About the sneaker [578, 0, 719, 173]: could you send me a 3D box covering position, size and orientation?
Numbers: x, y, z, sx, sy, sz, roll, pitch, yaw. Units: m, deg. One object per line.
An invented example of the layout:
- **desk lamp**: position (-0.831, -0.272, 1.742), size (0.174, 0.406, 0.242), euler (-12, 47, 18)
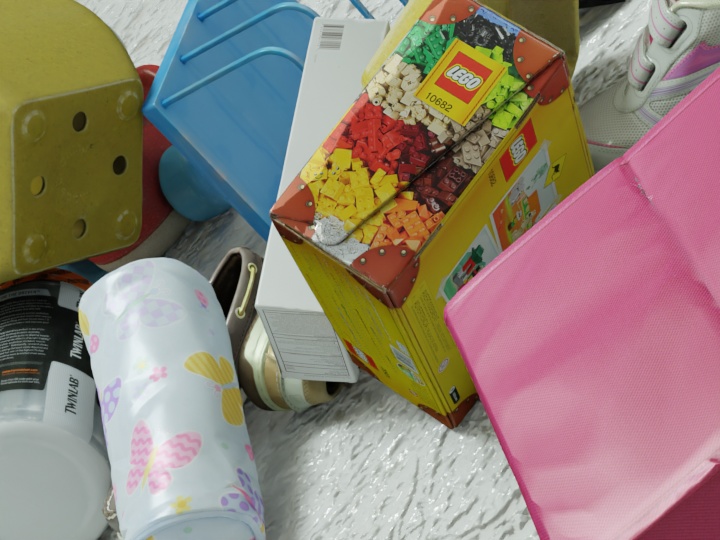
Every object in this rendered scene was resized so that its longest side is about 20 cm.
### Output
- **sneaker**: position (0.184, -0.126, 1.247), size (0.200, 0.088, 0.082), euler (-35, 27, 25)

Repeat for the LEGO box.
- **LEGO box**: position (0.047, -0.027, 1.191), size (0.077, 0.200, 0.149), euler (32, 77, 23)

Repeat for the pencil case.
- **pencil case**: position (-0.112, 0.089, 1.340), size (0.090, 0.083, 0.201), euler (-32, 49, 18)

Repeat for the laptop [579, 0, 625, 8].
- **laptop**: position (0.121, -0.255, 1.496), size (0.198, 0.117, 0.188), euler (-10, 28, -2)

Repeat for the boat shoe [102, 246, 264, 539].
- **boat shoe**: position (-0.107, 0.077, 1.442), size (0.072, 0.060, 0.201), euler (-1, 51, 57)

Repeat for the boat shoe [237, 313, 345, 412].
- **boat shoe**: position (0.000, 0.000, 1.396), size (0.076, 0.072, 0.201), euler (0, 57, 39)

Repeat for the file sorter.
- **file sorter**: position (-0.036, -0.147, 1.577), size (0.122, 0.139, 0.201), euler (-23, 33, 33)

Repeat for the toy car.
- **toy car**: position (-0.205, -0.115, 1.717), size (0.184, 0.200, 0.178), euler (-27, 31, 36)

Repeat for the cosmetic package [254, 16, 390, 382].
- **cosmetic package**: position (-0.013, -0.043, 1.342), size (0.050, 0.083, 0.201), euler (4, 60, 11)

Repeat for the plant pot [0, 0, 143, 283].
- **plant pot**: position (-0.251, -0.084, 1.547), size (0.199, 0.196, 0.195), euler (17, 23, 37)

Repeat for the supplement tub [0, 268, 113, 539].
- **supplement tub**: position (-0.213, 0.089, 1.519), size (0.122, 0.123, 0.200), euler (-37, 26, 19)

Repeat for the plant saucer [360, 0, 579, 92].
- **plant saucer**: position (0.059, -0.112, 1.312), size (0.048, 0.200, 0.201), euler (23, 63, 19)

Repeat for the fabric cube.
- **fabric cube**: position (0.178, 0.059, 0.857), size (0.200, 0.196, 0.200), euler (-41, 27, 11)
